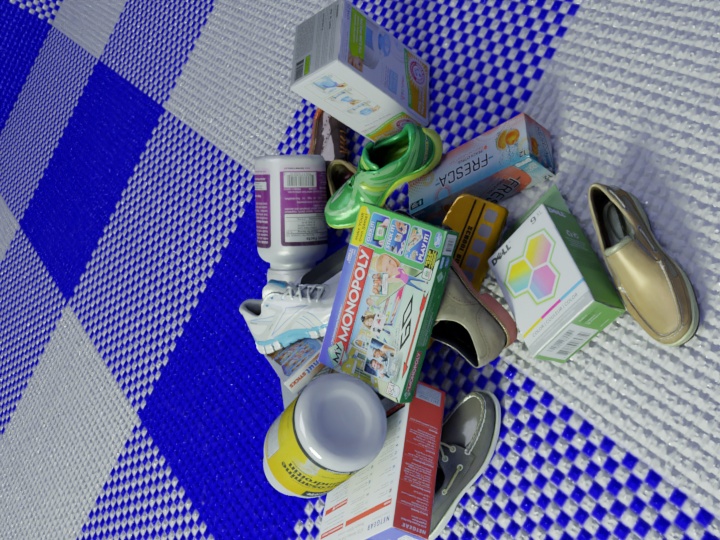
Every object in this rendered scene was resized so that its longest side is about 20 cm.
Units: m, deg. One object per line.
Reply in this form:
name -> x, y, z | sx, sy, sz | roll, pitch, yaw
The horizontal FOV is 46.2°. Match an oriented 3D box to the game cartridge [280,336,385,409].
game cartridge -> -0.028, 0.147, 1.157 | 0.198, 0.041, 0.135 | -23, 64, 34

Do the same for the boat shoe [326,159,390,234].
boat shoe -> -0.009, -0.098, 1.245 | 0.074, 0.066, 0.201 | -47, 35, 14

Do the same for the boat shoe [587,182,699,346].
boat shoe -> 0.289, -0.010, 0.902 | 0.072, 0.076, 0.202 | -41, 48, 26

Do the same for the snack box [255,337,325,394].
snack box -> -0.094, 0.107, 1.154 | 0.072, 0.024, 0.200 | -42, 20, -6

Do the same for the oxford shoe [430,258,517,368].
oxford shoe -> 0.088, 0.032, 0.985 | 0.199, 0.075, 0.071 | 38, 144, 21

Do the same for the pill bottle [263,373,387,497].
pill bottle -> -0.052, 0.207, 1.012 | 0.200, 0.110, 0.114 | 129, 144, -55

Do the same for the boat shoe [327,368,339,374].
boat shoe -> 0.014, 0.092, 1.075 | 0.202, 0.067, 0.072 | -64, -1, 1

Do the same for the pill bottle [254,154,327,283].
pill bottle -> -0.105, -0.074, 1.298 | 0.111, 0.111, 0.204 | 5, 98, 47

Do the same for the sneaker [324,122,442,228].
sneaker -> 0.018, -0.135, 1.143 | 0.199, 0.083, 0.075 | -38, 48, 25

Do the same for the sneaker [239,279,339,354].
sneaker -> -0.084, 0.044, 1.111 | 0.198, 0.087, 0.075 | -24, 22, 30

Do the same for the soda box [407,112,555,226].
soda box -> 0.155, -0.126, 1.107 | 0.199, 0.063, 0.069 | -24, 56, 39

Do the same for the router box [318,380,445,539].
router box -> 0.021, 0.252, 1.018 | 0.200, 0.048, 0.182 | -44, 28, 50

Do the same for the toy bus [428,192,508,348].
toy bus -> 0.116, 0.005, 1.068 | 0.077, 0.065, 0.203 | 21, 94, 12

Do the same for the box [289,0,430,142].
box -> 0.004, -0.284, 1.236 | 0.100, 0.199, 0.114 | -17, 59, 40

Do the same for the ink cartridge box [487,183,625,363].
ink cartridge box -> 0.214, -0.005, 0.982 | 0.104, 0.059, 0.202 | -49, 43, 34

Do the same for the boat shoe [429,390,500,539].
boat shoe -> 0.100, 0.232, 1.009 | 0.072, 0.060, 0.204 | 35, 100, 48

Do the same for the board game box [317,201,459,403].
board game box -> 0.029, 0.035, 0.984 | 0.133, 0.029, 0.203 | 21, 99, 38

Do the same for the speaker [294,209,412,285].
speaker -> 0.000, 0.000, 1.154 | 0.199, 0.081, 0.082 | -33, 51, 32

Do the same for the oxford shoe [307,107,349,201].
oxford shoe -> -0.040, -0.205, 1.361 | 0.072, 0.071, 0.203 | 24, 97, 33
